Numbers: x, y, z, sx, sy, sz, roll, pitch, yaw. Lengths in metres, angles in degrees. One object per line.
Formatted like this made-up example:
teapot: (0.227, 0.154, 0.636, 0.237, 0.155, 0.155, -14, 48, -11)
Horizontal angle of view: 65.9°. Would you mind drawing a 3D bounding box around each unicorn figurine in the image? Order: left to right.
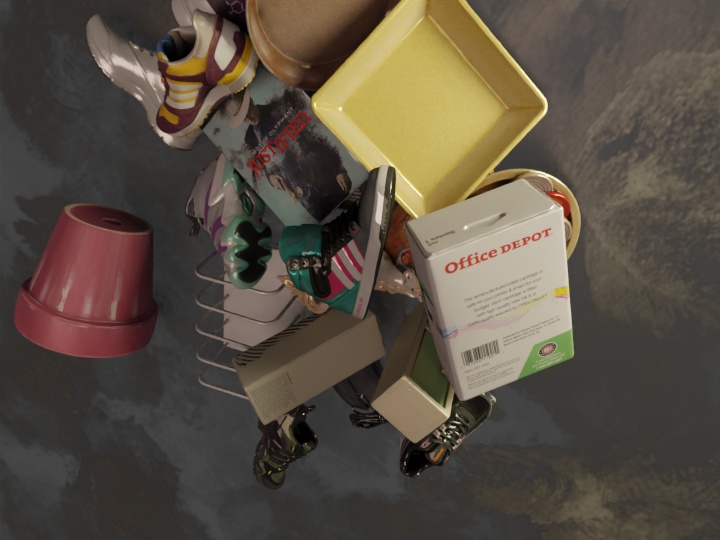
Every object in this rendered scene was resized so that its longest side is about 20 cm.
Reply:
unicorn figurine: (0.000, 0.000, 0.733, 0.197, 0.074, 0.138, -20, 116, 27)

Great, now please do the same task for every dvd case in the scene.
dvd case: (-0.094, -0.153, 0.681, 0.145, 0.022, 0.201, -37, 96, 30)

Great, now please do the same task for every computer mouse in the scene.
computer mouse: (0.002, 0.170, 0.864, 0.137, 0.053, 0.202, -20, 108, 26)

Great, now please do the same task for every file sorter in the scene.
file sorter: (-0.165, 0.075, 0.830, 0.136, 0.125, 0.203, 14, 119, 11)

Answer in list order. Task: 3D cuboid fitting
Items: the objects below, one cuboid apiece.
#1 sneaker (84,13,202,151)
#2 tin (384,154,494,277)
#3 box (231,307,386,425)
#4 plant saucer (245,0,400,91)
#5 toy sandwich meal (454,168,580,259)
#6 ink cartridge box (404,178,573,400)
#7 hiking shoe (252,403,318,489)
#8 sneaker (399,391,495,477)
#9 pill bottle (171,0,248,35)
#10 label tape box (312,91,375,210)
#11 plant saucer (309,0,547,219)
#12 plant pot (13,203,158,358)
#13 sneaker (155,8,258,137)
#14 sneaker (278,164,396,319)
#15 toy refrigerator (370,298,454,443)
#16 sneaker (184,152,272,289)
sneaker: (-0.276, -0.260, 0.742, 0.087, 0.075, 0.200, -37, 107, 17)
tin: (0.100, -0.064, 0.727, 0.111, 0.042, 0.201, 37, 120, 2)
box: (-0.068, 0.118, 0.764, 0.198, 0.068, 0.083, -27, 128, -15)
plant saucer: (-0.030, -0.285, 0.575, 0.201, 0.198, 0.035, -55, 52, 30)
toy sandwich meal: (0.177, -0.022, 0.673, 0.201, 0.071, 0.208, -2, 126, -3)
ink cartridge box: (0.143, 0.023, 0.605, 0.142, 0.084, 0.202, -20, 122, -2)
hiking shoe: (-0.126, 0.308, 0.959, 0.099, 0.076, 0.203, 14, 118, 14)
sneaker: (0.129, 0.251, 0.843, 0.080, 0.087, 0.201, 34, 120, -3)
pill bottle: (-0.116, -0.333, 0.620, 0.198, 0.113, 0.113, -27, 105, 27)
label tape box: (-0.045, -0.186, 0.697, 0.141, 0.066, 0.203, 13, 120, 11)
plant saucer: (0.076, -0.184, 0.627, 0.200, 0.048, 0.200, 44, 93, -12)
plant pot: (-0.399, 0.005, 0.843, 0.197, 0.200, 0.182, 21, 104, 7)
sneaker: (-0.202, -0.227, 0.638, 0.198, 0.076, 0.089, -22, 147, 40)
sneaker: (-0.031, -0.039, 0.627, 0.119, 0.084, 0.202, 14, 129, 2)
toy refrigerator: (0.084, 0.118, 0.726, 0.076, 0.200, 0.070, 41, 120, -5)
sneaker: (-0.194, -0.059, 0.771, 0.138, 0.077, 0.204, -19, 66, 34)
